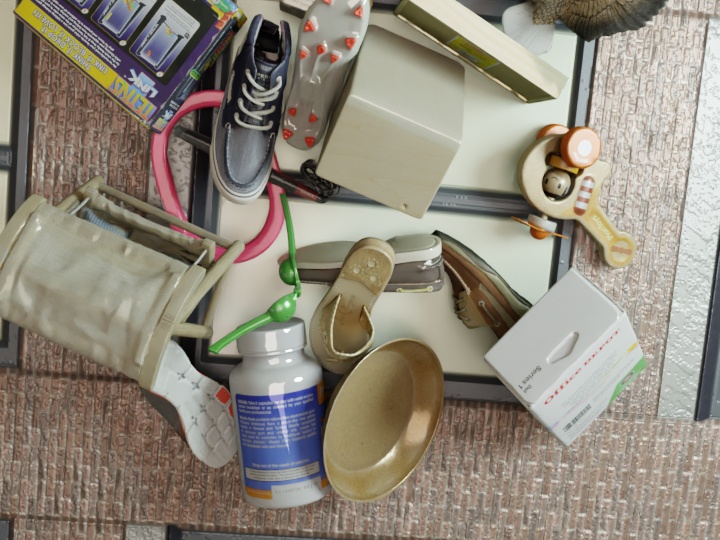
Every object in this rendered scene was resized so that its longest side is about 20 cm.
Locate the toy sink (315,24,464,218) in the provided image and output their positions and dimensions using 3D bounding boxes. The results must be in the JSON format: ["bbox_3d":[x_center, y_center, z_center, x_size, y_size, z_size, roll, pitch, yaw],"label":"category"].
[{"bbox_3d":[0.036,-0.169,1.070,0.129,0.201,0.113,22,125,-9],"label":"toy sink"}]

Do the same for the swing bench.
[{"bbox_3d":[-0.255,0.005,1.006,0.196,0.200,0.132,23,104,5],"label":"swing bench"}]

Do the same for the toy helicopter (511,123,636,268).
[{"bbox_3d":[0.257,-0.070,1.136,0.132,0.079,0.200,-47,111,-5],"label":"toy helicopter"}]

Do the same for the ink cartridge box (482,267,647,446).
[{"bbox_3d":[0.238,0.104,1.089,0.145,0.200,0.084,-45,59,1],"label":"ink cartridge box"}]

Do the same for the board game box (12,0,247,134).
[{"bbox_3d":[-0.251,-0.280,1.053,0.199,0.057,0.166,40,94,2],"label":"board game box"}]

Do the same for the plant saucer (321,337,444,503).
[{"bbox_3d":[0.021,0.170,1.120,0.198,0.035,0.204,-19,118,-39],"label":"plant saucer"}]

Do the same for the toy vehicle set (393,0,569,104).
[{"bbox_3d":[0.131,-0.254,1.073,0.198,0.124,0.027,32,94,-9],"label":"toy vehicle set"}]

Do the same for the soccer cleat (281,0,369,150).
[{"bbox_3d":[-0.042,-0.229,1.054,0.068,0.078,0.202,21,119,-2],"label":"soccer cleat"}]

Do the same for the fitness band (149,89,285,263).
[{"bbox_3d":[-0.164,-0.107,1.111,0.141,0.037,0.203,-16,99,-6],"label":"fitness band"}]

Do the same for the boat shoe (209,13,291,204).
[{"bbox_3d":[-0.118,-0.180,1.037,0.073,0.093,0.204,8,71,-14],"label":"boat shoe"}]

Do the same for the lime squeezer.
[{"bbox_3d":[-0.096,0.013,1.071,0.070,0.038,0.203,16,71,19],"label":"lime squeezer"}]

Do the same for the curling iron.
[{"bbox_3d":[-0.116,-0.125,1.087,0.197,0.026,0.050,17,73,-5],"label":"curling iron"}]

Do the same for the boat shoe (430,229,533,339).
[{"bbox_3d":[0.147,0.037,1.138,0.199,0.076,0.074,41,95,-8],"label":"boat shoe"}]

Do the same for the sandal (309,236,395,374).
[{"bbox_3d":[-0.017,0.062,1.074,0.076,0.070,0.214,19,129,-3],"label":"sandal"}]

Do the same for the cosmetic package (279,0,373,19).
[{"bbox_3d":[-0.014,-0.375,1.070,0.103,0.071,0.203,17,96,-7],"label":"cosmetic package"}]

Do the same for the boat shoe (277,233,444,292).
[{"bbox_3d":[0.000,0.000,1.109,0.196,0.072,0.060,-5,114,14],"label":"boat shoe"}]

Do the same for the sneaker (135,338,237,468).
[{"bbox_3d":[-0.211,0.146,1.128,0.077,0.081,0.202,-44,121,-26],"label":"sneaker"}]

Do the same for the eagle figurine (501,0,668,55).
[{"bbox_3d":[0.233,-0.324,1.035,0.149,0.200,0.154,-13,99,-3],"label":"eagle figurine"}]

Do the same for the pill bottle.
[{"bbox_3d":[-0.094,0.161,1.111,0.110,0.112,0.204,-5,98,-4],"label":"pill bottle"}]
